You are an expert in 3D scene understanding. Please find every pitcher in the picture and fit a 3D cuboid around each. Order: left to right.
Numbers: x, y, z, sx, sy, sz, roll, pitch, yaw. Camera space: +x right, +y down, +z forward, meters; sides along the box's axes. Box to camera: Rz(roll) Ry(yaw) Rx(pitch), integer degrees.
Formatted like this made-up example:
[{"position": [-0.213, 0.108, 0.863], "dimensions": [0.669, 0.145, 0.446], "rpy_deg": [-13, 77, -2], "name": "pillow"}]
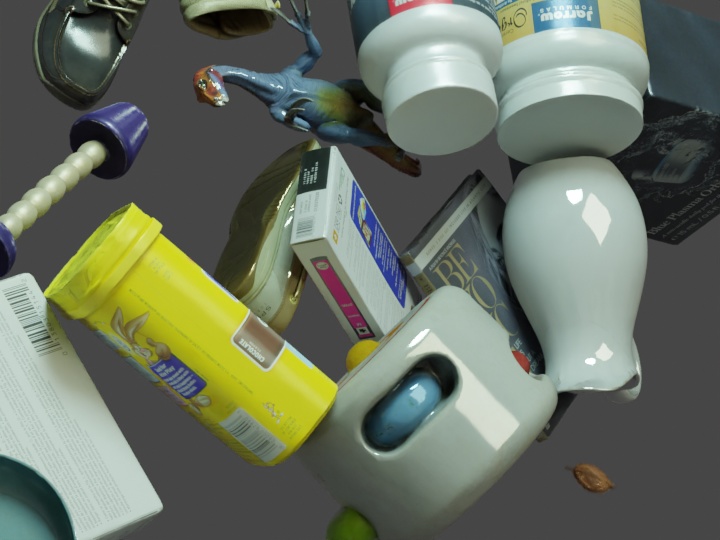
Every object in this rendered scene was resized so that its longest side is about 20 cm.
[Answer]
[{"position": [0.194, 0.014, 1.796], "dimensions": [0.172, 0.121, 0.200], "rpy_deg": [18, 64, -65], "name": "pitcher"}]

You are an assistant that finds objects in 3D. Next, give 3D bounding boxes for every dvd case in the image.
[{"position": [0.127, 0.028, 1.802], "dimensions": [0.200, 0.016, 0.149], "rpy_deg": [52, 41, -10], "name": "dvd case"}]

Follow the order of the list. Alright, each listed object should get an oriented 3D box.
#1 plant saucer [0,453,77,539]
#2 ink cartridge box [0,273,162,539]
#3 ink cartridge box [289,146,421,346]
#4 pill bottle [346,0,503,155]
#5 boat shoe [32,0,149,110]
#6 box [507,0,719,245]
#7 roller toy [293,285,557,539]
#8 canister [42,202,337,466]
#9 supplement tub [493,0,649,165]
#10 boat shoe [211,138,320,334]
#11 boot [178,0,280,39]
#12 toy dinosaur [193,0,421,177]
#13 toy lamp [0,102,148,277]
[{"position": [-0.261, 0.204, 1.301], "dimensions": [0.027, 0.200, 0.200], "rpy_deg": [60, 24, -51], "name": "plant saucer"}, {"position": [-0.254, 0.113, 1.446], "dimensions": [0.176, 0.045, 0.200], "rpy_deg": [-19, 73, -45], "name": "ink cartridge box"}, {"position": [0.000, 0.000, 1.690], "dimensions": [0.200, 0.037, 0.095], "rpy_deg": [56, 30, -44], "name": "ink cartridge box"}, {"position": [0.052, -0.200, 1.711], "dimensions": [0.119, 0.120, 0.200], "rpy_deg": [13, 50, -31], "name": "pill bottle"}, {"position": [-0.210, -0.217, 1.696], "dimensions": [0.074, 0.073, 0.200], "rpy_deg": [26, 47, -21], "name": "boat shoe"}, {"position": [0.267, -0.133, 1.924], "dimensions": [0.200, 0.197, 0.118], "rpy_deg": [13, 55, -31], "name": "box"}, {"position": [0.044, 0.106, 1.586], "dimensions": [0.140, 0.182, 0.200], "rpy_deg": [46, 43, -1], "name": "roller toy"}, {"position": [-0.123, 0.050, 1.526], "dimensions": [0.200, 0.149, 0.087], "rpy_deg": [41, 78, -10], "name": "canister"}, {"position": [0.167, -0.204, 1.782], "dimensions": [0.145, 0.145, 0.200], "rpy_deg": [13, 59, -31], "name": "supplement tub"}, {"position": [-0.063, -0.025, 1.686], "dimensions": [0.066, 0.074, 0.200], "rpy_deg": [46, 41, -23], "name": "boat shoe"}, {"position": [-0.102, -0.277, 1.829], "dimensions": [0.200, 0.073, 0.156], "rpy_deg": [-5, 70, -53], "name": "boot"}, {"position": [-0.047, -0.129, 1.776], "dimensions": [0.181, 0.200, 0.105], "rpy_deg": [7, 53, 11], "name": "toy dinosaur"}, {"position": [-0.228, -0.066, 1.590], "dimensions": [0.058, 0.058, 0.200], "rpy_deg": [46, 45, -2], "name": "toy lamp"}]
